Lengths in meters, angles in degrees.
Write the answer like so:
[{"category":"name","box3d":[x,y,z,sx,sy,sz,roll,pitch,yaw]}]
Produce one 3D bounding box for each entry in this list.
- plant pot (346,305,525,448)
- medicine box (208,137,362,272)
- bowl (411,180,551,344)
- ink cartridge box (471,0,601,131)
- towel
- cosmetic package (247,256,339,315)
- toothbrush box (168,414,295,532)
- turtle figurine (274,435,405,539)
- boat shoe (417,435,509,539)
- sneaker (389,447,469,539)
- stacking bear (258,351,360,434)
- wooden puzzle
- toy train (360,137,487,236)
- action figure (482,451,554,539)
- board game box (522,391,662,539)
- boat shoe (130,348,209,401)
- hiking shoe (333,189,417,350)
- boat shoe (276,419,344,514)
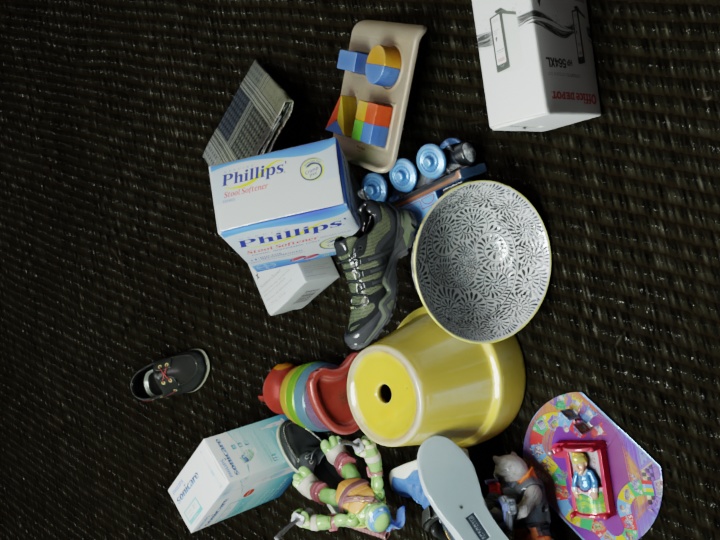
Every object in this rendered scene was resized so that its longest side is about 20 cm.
[{"category":"plant pot","box3d":[0.088,0.147,1.271,0.199,0.187,0.204,7,100,42]},{"category":"medicine box","box3d":[-0.095,-0.088,1.347,0.179,0.200,0.105,-12,74,7]},{"category":"bowl","box3d":[0.138,-0.012,1.230,0.094,0.198,0.204,-175,80,-67]},{"category":"ink cartridge box","box3d":[0.208,-0.273,1.131,0.084,0.145,0.203,-8,91,40]},{"category":"towel","box3d":[-0.176,-0.217,1.509,0.194,0.034,0.200,-58,34,16]},{"category":"cosmetic package","box3d":[-0.127,-0.048,1.512,0.113,0.081,0.202,-40,70,39]},{"category":"toothbrush box","box3d":[-0.188,0.321,1.540,0.086,0.199,0.147,53,126,23]},{"category":"turtle figurine","box3d":[-0.041,0.291,1.346,0.193,0.197,0.146,17,94,66]},{"category":"boat shoe","box3d":[0.125,0.308,1.194,0.202,0.070,0.091,61,163,15]},{"category":"sneaker","box3d":[0.098,0.321,1.320,0.200,0.076,0.113,137,131,-57]},{"category":"stacking bear","box3d":[-0.081,0.190,1.490,0.199,0.120,0.115,-2,104,51]},{"category":"wooden puzzle","box3d":[0.008,-0.250,1.331,0.185,0.046,0.203,30,107,58]},{"category":"toy train","box3d":[0.086,-0.103,1.312,0.199,0.086,0.116,-22,90,40]},{"category":"action figure","box3d":[0.213,0.334,1.260,0.200,0.103,0.196,151,104,-78]},{"category":"board game box","box3d":[0.279,0.260,1.209,0.200,0.039,0.159,45,123,29]},{"category":"boat shoe","box3d":[-0.352,0.197,1.768,0.200,0.063,0.075,-24,77,40]},{"category":"hiking shoe","box3d":[0.000,0.000,1.248,0.076,0.100,0.203,-16,54,63]},{"category":"boat shoe","box3d":[-0.055,0.305,1.487,0.200,0.074,0.066,54,144,17]}]
